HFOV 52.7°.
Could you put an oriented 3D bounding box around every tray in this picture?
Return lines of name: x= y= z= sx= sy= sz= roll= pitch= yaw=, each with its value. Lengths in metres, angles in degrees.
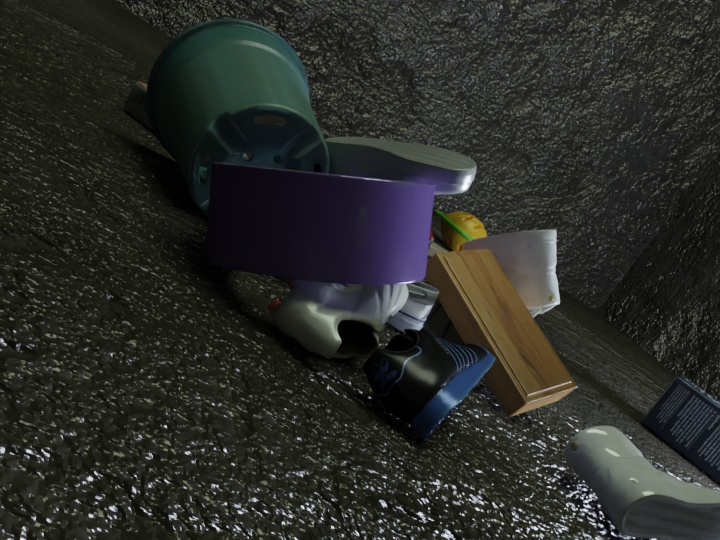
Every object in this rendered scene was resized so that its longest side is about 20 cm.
tray: x=0.160 y=0.065 z=0.846 sx=0.098 sy=0.037 sz=0.201 roll=-6 pitch=58 yaw=-40

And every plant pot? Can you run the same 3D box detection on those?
plant pot: x=-0.130 y=-0.153 z=0.813 sx=0.200 sy=0.201 sz=0.196 roll=27 pitch=21 yaw=-33

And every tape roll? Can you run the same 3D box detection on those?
tape roll: x=-0.036 y=-0.045 z=0.650 sx=0.199 sy=0.086 sz=0.200 roll=5 pitch=7 yaw=-1

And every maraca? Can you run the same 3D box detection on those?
maraca: x=0.267 y=-0.108 z=1.954 sx=0.137 sy=0.107 sz=0.200 roll=37 pitch=8 yaw=-31

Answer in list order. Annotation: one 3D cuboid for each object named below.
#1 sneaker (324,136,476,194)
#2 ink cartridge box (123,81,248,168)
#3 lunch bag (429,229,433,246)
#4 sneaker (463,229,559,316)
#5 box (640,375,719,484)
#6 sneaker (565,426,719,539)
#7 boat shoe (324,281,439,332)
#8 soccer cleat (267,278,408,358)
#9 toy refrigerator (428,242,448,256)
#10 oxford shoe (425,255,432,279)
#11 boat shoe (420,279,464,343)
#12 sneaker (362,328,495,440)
sneaker: x=0.038 y=-0.075 z=0.772 sx=0.073 sy=0.116 sz=0.199 roll=-13 pitch=22 yaw=-40
ink cartridge box: x=-0.220 y=-0.194 z=1.056 sx=0.162 sy=0.050 sz=0.200 roll=38 pitch=15 yaw=15
lunch bag: x=0.005 y=-0.067 z=0.992 sx=0.175 sy=0.082 sz=0.200 roll=9 pitch=25 yaw=-32
sneaker: x=0.200 y=0.010 z=0.990 sx=0.073 sy=0.116 sz=0.200 roll=-6 pitch=0 yaw=-16
box: x=0.624 y=0.291 z=1.303 sx=0.200 sy=0.107 sz=0.148 roll=40 pitch=12 yaw=24
sneaker: x=0.291 y=0.210 z=0.721 sx=0.199 sy=0.074 sz=0.116 roll=26 pitch=17 yaw=-31
boat shoe: x=0.000 y=0.000 z=0.821 sx=0.199 sy=0.067 sz=0.074 roll=29 pitch=12 yaw=-26
soccer cleat: x=-0.003 y=0.043 z=0.649 sx=0.078 sy=0.069 sz=0.200 roll=44 pitch=21 yaw=21
toy refrigerator: x=0.159 y=0.033 z=1.125 sx=0.199 sy=0.076 sz=0.070 roll=30 pitch=12 yaw=-17
oxford shoe: x=0.125 y=0.042 z=0.997 sx=0.200 sy=0.073 sz=0.084 roll=35 pitch=13 yaw=5
boat shoe: x=0.144 y=0.079 z=0.921 sx=0.199 sy=0.075 sz=0.068 roll=34 pitch=-2 yaw=-6
sneaker: x=0.064 y=0.084 z=0.644 sx=0.078 sy=0.070 sz=0.200 roll=43 pitch=14 yaw=12
